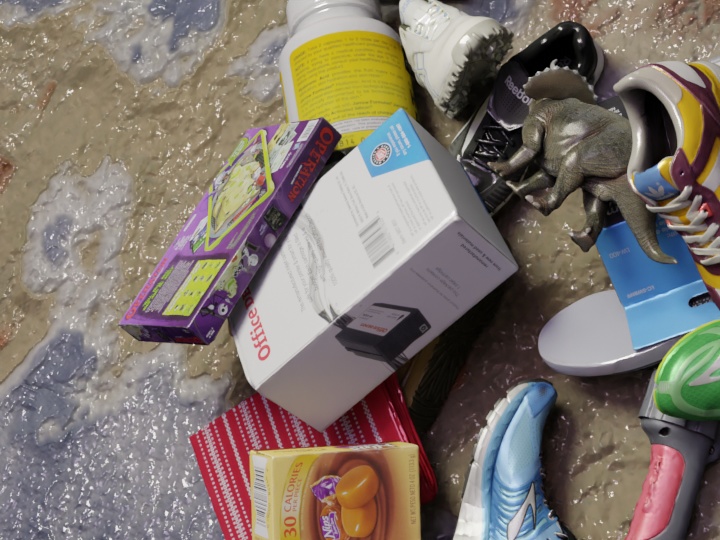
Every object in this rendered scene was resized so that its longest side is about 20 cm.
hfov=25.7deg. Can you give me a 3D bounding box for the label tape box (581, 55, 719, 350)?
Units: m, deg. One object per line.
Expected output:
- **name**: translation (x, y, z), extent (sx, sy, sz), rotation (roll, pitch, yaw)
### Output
- **label tape box**: translation (0.240, -0.056, 1.151), extent (0.144, 0.063, 0.200), rotation (-21, 43, 17)

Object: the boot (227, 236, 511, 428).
- **boot**: translation (0.003, 0.016, 1.284), extent (0.200, 0.066, 0.175), rotation (27, 84, 34)

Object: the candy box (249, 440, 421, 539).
- **candy box**: translation (-0.017, 0.228, 1.145), extent (0.056, 0.116, 0.201), rotation (174, 95, -69)

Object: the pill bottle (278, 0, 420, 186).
- **pill bottle**: translation (-0.010, -0.143, 1.323), extent (0.111, 0.111, 0.201), rotation (-20, 64, 20)

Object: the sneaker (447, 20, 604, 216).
- **sneaker**: translation (0.120, -0.122, 1.247), extent (0.066, 0.091, 0.200), rotation (38, 85, 14)

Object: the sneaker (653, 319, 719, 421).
- **sneaker**: translation (0.298, 0.071, 1.064), extent (0.199, 0.084, 0.074), rotation (-4, 100, 8)

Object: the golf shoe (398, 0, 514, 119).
- **golf shoe**: translation (0.061, -0.177, 1.246), extent (0.078, 0.200, 0.097), rotation (-44, 90, -3)

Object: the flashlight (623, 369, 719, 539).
- **flashlight**: translation (0.202, 0.171, 1.118), extent (0.068, 0.068, 0.201), rotation (10, 77, 33)

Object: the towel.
- **towel**: translation (-0.039, 0.152, 1.247), extent (0.200, 0.022, 0.145), rotation (-32, 70, 28)

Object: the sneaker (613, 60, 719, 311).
- **sneaker**: translation (0.224, -0.043, 1.052), extent (0.075, 0.090, 0.201), rotation (-33, 72, 50)

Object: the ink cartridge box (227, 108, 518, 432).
- **ink cartridge box**: translation (0.000, 0.000, 1.185), extent (0.200, 0.084, 0.145), rotation (-40, 39, 14)

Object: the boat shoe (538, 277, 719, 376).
- **boat shoe**: translation (0.231, 0.046, 1.154), extent (0.199, 0.057, 0.069), rotation (-15, 46, 22)

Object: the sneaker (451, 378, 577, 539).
- **sneaker**: translation (0.120, 0.179, 1.168), extent (0.090, 0.078, 0.201), rotation (12, 80, 11)

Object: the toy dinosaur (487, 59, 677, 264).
- **toy dinosaur**: translation (0.159, -0.080, 1.117), extent (0.102, 0.077, 0.200), rotation (-49, 47, 3)

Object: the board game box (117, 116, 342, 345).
- **board game box**: translation (-0.102, -0.031, 1.229), extent (0.120, 0.032, 0.200), rotation (4, 57, 53)
